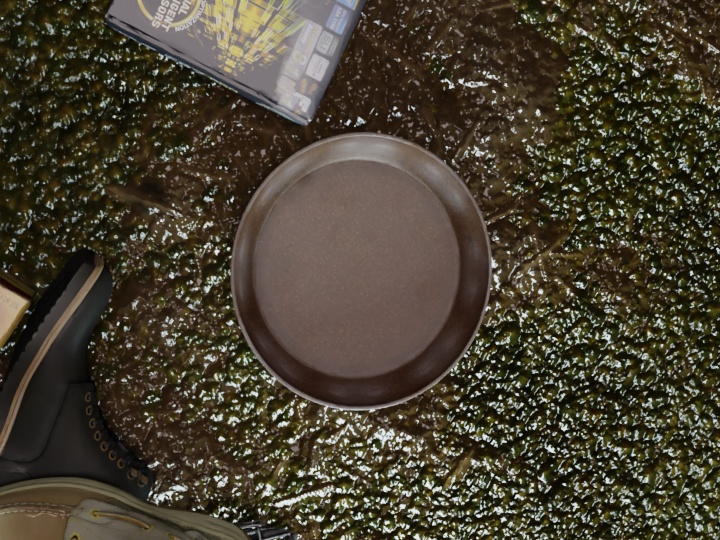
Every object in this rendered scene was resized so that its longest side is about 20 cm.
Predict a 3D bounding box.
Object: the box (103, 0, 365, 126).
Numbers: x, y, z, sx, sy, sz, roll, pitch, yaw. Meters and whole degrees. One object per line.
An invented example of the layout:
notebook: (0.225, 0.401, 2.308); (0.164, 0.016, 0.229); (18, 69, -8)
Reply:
box: (-0.068, -0.228, 0.759); (0.159, 0.049, 0.203); (26, 90, -16)

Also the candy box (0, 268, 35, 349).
candy box: (-0.324, 0.071, 0.732); (0.116, 0.056, 0.202); (33, 90, -14)

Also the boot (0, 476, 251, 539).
boot: (-0.163, 0.206, 0.681); (0.196, 0.155, 0.073); (14, 108, -10)

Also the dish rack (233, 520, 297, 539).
dish rack: (-0.100, 0.288, 0.805); (0.150, 0.055, 0.204); (-11, 96, -12)

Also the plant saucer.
plant saucer: (0.000, 0.000, 0.805); (0.196, 0.034, 0.205); (-1, 97, -12)

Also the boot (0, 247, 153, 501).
boot: (-0.187, 0.100, 0.761); (0.137, 0.078, 0.202); (28, 103, -17)
